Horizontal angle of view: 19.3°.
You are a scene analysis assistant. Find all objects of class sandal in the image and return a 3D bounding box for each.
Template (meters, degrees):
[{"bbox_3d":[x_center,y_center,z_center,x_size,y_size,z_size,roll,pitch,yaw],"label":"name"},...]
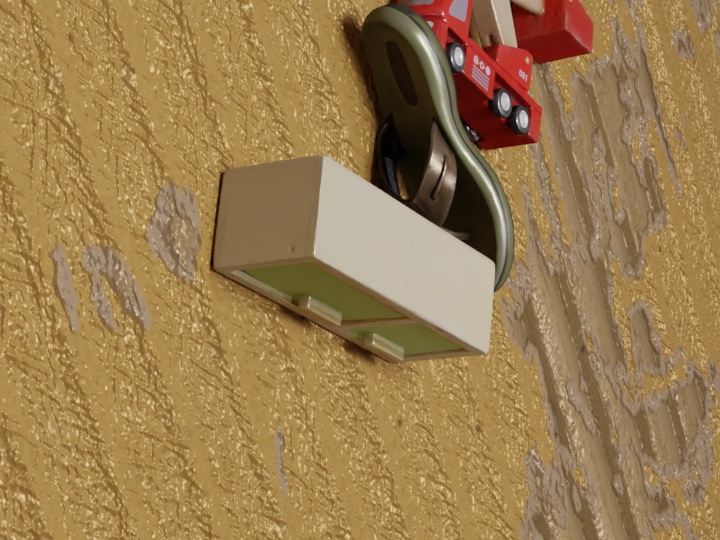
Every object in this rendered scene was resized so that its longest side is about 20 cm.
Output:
[{"bbox_3d":[0.038,-0.073,1.383,0.057,0.080,0.202,-33,106,-36],"label":"sandal"}]

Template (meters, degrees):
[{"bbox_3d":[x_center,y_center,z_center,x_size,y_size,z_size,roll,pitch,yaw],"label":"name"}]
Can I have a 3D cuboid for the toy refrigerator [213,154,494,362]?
[{"bbox_3d":[0.000,0.000,1.299,0.200,0.076,0.070,29,60,-52],"label":"toy refrigerator"}]

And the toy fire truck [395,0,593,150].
[{"bbox_3d":[0.093,-0.165,1.495,0.200,0.049,0.142,37,54,-47],"label":"toy fire truck"}]
